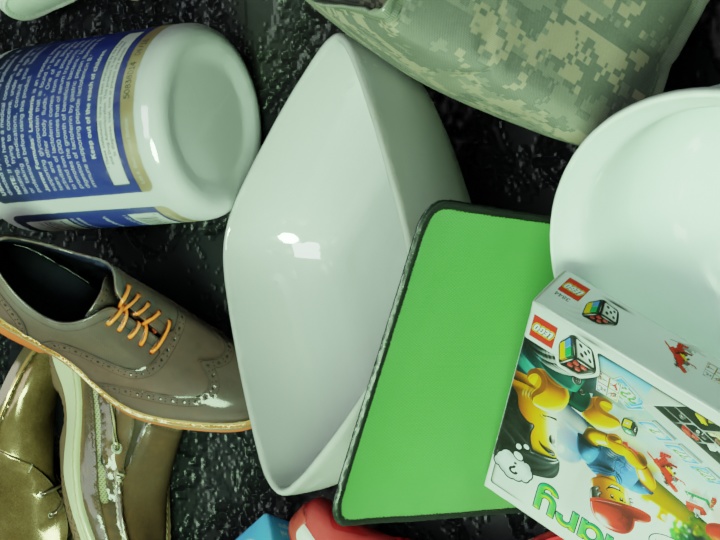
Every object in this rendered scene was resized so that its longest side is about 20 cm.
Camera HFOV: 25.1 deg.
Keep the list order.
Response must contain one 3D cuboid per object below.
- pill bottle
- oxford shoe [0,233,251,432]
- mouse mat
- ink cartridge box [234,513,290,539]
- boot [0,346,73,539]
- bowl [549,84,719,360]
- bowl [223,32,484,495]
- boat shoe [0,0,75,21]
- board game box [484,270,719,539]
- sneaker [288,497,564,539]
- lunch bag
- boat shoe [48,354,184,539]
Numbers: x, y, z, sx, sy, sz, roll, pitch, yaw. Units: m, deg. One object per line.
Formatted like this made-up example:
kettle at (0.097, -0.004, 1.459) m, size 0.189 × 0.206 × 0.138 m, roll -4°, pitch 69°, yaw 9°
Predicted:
pill bottle at (-0.170, -0.083, 0.989) m, size 0.198 × 0.115 × 0.117 m, roll -3°, pitch 90°, yaw 30°
oxford shoe at (-0.139, 0.039, 0.955) m, size 0.198 × 0.073 × 0.072 m, roll 24°, pitch 69°, yaw -8°
mouse mat at (0.074, 0.049, 0.802) m, size 0.007 × 0.199 × 0.163 m, roll 27°, pitch 105°, yaw 40°
ink cartridge box at (-0.049, 0.254, 0.904) m, size 0.116 × 0.066 × 0.201 m, roll -43°, pitch 40°, yaw 24°
boot at (-0.213, 0.136, 1.062) m, size 0.075 × 0.074 × 0.202 m, roll 20°, pitch 107°, yaw 10°
bowl at (0.191, -0.005, 0.721) m, size 0.200 × 0.090 × 0.203 m, roll 25°, pitch 132°, yaw 30°
bowl at (0.000, 0.000, 0.870) m, size 0.200 × 0.074 × 0.202 m, roll -56°, pitch 40°, yaw 43°
boat shoe at (-0.151, -0.204, 0.997) m, size 0.199 × 0.074 × 0.069 m, roll -31°, pitch 71°, yaw 27°
board game box at (0.154, 0.101, 0.736) m, size 0.199 × 0.035 × 0.127 m, roll 32°, pitch 135°, yaw 24°
sneaker at (0.063, 0.164, 0.894) m, size 0.199 × 0.078 × 0.116 m, roll 37°, pitch 101°, yaw 12°
lunch bag at (0.046, -0.147, 0.793) m, size 0.200 × 0.163 × 0.119 m, roll 29°, pitch 93°, yaw 59°
boat shoe at (-0.143, 0.105, 1.006) m, size 0.074 × 0.075 × 0.205 m, roll -16°, pitch 83°, yaw 24°
